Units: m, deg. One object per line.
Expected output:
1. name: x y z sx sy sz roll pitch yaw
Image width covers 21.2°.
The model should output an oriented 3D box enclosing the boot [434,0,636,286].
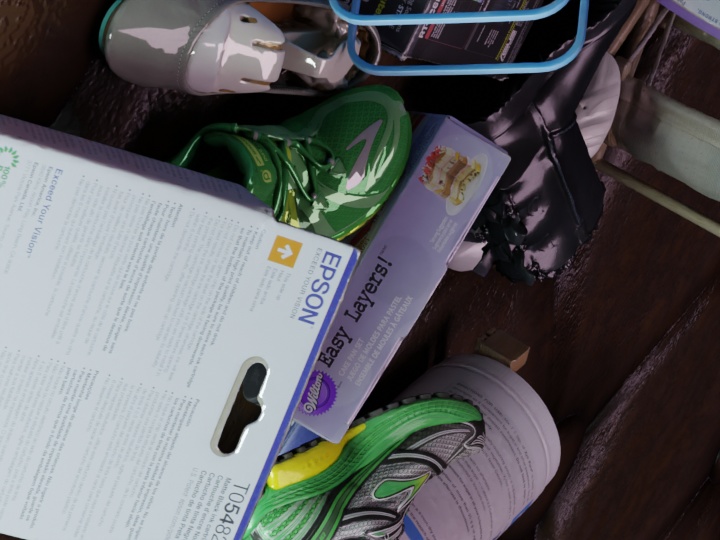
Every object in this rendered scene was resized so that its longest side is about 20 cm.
1. boot: 0.133 -0.098 1.292 0.198 0.073 0.163 -48 137 -22

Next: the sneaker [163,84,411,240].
1. sneaker: -0.050 -0.043 1.023 0.200 0.074 0.084 -30 167 -22

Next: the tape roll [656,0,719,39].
1. tape roll: 0.253 -0.206 1.282 0.066 0.200 0.200 -60 156 -1

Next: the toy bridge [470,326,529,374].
1. toy bridge: 0.086 0.122 1.539 0.027 0.067 0.200 -38 150 -39

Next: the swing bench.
1. swing bench: 0.271 -0.125 1.456 0.130 0.199 0.200 4 115 -64

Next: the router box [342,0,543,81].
1. router box: 0.075 -0.218 1.138 0.150 0.062 0.200 1 117 -64

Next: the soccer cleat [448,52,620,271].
1. soccer cleat: 0.118 -0.085 1.370 0.200 0.069 0.078 -52 152 -9

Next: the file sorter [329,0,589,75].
1. file sorter: 0.040 -0.199 0.945 0.200 0.138 0.123 65 28 -59

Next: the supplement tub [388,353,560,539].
1. supplement tub: 0.044 0.165 1.431 0.200 0.132 0.132 -37 148 -38

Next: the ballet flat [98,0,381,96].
1. ballet flat: -0.052 -0.120 1.004 0.200 0.064 0.068 -12 128 -58

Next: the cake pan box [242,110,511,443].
1. cake pan box: 0.000 0.000 1.146 0.200 0.052 0.184 -59 -170 1

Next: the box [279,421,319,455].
1. box: -0.009 0.056 1.250 0.200 0.032 0.121 -59 -173 3

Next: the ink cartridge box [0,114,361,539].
1. ink cartridge box: -0.127 0.040 0.924 0.041 0.199 0.200 -117 -132 -65

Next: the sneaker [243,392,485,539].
1. sneaker: 0.002 0.132 1.143 0.200 0.085 0.078 -23 175 -39
